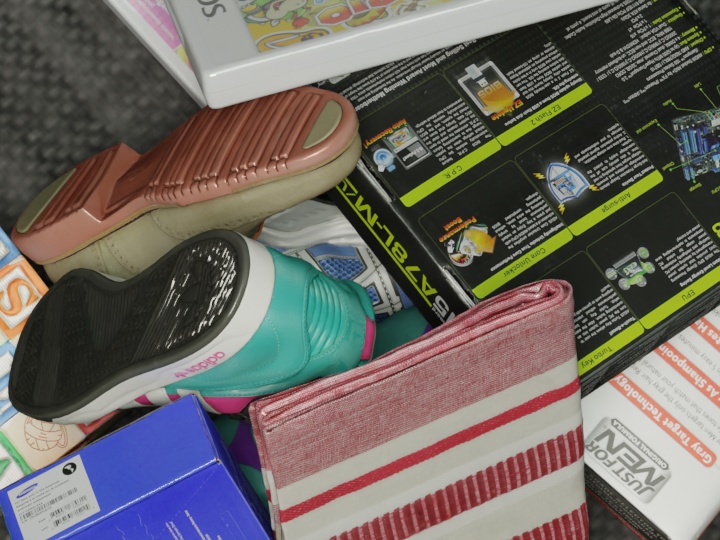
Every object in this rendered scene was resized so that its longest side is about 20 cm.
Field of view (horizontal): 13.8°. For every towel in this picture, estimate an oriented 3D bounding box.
[{"bbox_3d":[0.030,0.101,1.261,0.143,0.201,0.023,-22,46,-14],"label":"towel"}]

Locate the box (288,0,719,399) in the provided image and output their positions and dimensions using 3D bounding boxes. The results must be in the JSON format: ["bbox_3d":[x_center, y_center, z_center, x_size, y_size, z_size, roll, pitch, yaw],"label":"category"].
[{"bbox_3d":[0.091,-0.052,1.349,0.200,0.048,0.193,-33,79,-28],"label":"box"}]

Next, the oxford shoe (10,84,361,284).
[{"bbox_3d":[-0.065,-0.027,1.330,0.074,0.199,0.071,52,47,-23],"label":"oxford shoe"}]

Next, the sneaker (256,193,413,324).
[{"bbox_3d":[0.000,0.000,1.412,0.199,0.076,0.078,11,103,-3],"label":"sneaker"}]

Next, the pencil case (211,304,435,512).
[{"bbox_3d":[-0.020,0.092,1.362,0.199,0.085,0.093,-32,57,7],"label":"pencil case"}]

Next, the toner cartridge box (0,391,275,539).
[{"bbox_3d":[-0.073,0.144,1.289,0.095,0.200,0.043,-25,47,1],"label":"toner cartridge box"}]

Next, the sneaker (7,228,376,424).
[{"bbox_3d":[-0.061,0.039,1.300,0.120,0.200,0.084,24,67,-31],"label":"sneaker"}]

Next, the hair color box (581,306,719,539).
[{"bbox_3d":[0.175,0.028,1.420,0.101,0.061,0.200,41,80,1],"label":"hair color box"}]

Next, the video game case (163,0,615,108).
[{"bbox_3d":[0.006,-0.150,1.364,0.199,0.182,0.023,-15,125,-7],"label":"video game case"}]

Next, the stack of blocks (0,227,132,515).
[{"bbox_3d":[-0.210,0.020,1.388,0.115,0.059,0.200,-38,88,-8],"label":"stack of blocks"}]

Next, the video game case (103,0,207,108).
[{"bbox_3d":[-0.040,-0.186,1.449,0.200,0.018,0.143,-43,88,-9],"label":"video game case"}]
